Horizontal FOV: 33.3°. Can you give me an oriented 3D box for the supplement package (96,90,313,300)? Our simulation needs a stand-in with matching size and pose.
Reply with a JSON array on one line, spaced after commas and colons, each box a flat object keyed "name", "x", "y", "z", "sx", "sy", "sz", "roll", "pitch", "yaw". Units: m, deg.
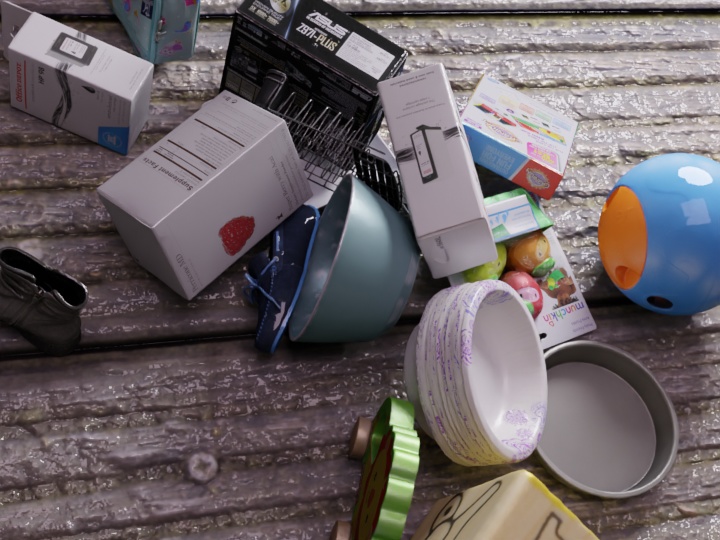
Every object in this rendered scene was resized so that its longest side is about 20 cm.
[{"name": "supplement package", "x": -0.175, "y": -0.088, "z": 1.379, "sx": 0.200, "sy": 0.122, "sz": 0.119, "roll": -42, "pitch": 48, "yaw": -20}]

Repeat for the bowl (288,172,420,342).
[{"name": "bowl", "x": 0.000, "y": 0.000, "z": 1.375, "sx": 0.104, "sy": 0.201, "sz": 0.202, "roll": 19, "pitch": 57, "yaw": -11}]

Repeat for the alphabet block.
[{"name": "alphabet block", "x": 0.133, "y": 0.347, "z": 1.185, "sx": 0.196, "sy": 0.195, "sz": 0.200, "roll": 45, "pitch": 59, "yaw": -6}]

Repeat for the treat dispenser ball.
[{"name": "treat dispenser ball", "x": 0.398, "y": -0.045, "z": 1.505, "sx": 0.199, "sy": 0.201, "sz": 0.202, "roll": 7, "pitch": 58, "yaw": -11}]

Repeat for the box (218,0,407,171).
[{"name": "box", "x": -0.061, "y": -0.242, "z": 1.479, "sx": 0.199, "sy": 0.164, "sz": 0.086, "roll": 31, "pitch": 57, "yaw": 5}]

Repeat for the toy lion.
[{"name": "toy lion", "x": 0.024, "y": 0.219, "z": 1.249, "sx": 0.068, "sy": 0.192, "sz": 0.201, "roll": 16, "pitch": 56, "yaw": -6}]

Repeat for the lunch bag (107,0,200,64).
[{"name": "lunch bag", "x": -0.272, "y": -0.367, "z": 1.540, "sx": 0.077, "sy": 0.161, "sz": 0.201, "roll": -13, "pitch": 58, "yaw": -27}]

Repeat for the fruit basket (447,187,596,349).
[{"name": "fruit basket", "x": 0.190, "y": 0.003, "z": 1.483, "sx": 0.184, "sy": 0.094, "sz": 0.201, "roll": -16, "pitch": 73, "yaw": -30}]

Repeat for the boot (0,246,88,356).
[{"name": "boot", "x": -0.383, "y": 0.009, "z": 1.298, "sx": 0.199, "sy": 0.131, "sz": 0.068, "roll": 25, "pitch": 56, "yaw": 0}]

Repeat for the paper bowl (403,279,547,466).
[{"name": "paper bowl", "x": 0.123, "y": 0.117, "z": 1.339, "sx": 0.200, "sy": 0.104, "sz": 0.202, "roll": 26, "pitch": 58, "yaw": -51}]

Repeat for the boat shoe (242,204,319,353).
[{"name": "boat shoe", "x": -0.103, "y": 0.007, "z": 1.409, "sx": 0.068, "sy": 0.084, "sz": 0.201, "roll": 19, "pitch": 50, "yaw": -9}]

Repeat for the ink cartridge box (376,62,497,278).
[{"name": "ink cartridge box", "x": 0.091, "y": -0.111, "z": 1.390, "sx": 0.084, "sy": 0.146, "sz": 0.202, "roll": -16, "pitch": 70, "yaw": 7}]

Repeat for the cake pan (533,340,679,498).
[{"name": "cake pan", "x": 0.281, "y": 0.181, "z": 1.435, "sx": 0.198, "sy": 0.037, "sz": 0.202, "roll": 7, "pitch": 59, "yaw": -11}]

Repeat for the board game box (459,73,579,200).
[{"name": "board game box", "x": 0.202, "y": -0.179, "z": 1.576, "sx": 0.152, "sy": 0.041, "sz": 0.200, "roll": 28, "pitch": 30, "yaw": 2}]

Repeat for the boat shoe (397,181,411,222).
[{"name": "boat shoe", "x": 0.057, "y": -0.058, "z": 1.497, "sx": 0.073, "sy": 0.068, "sz": 0.200, "roll": 25, "pitch": 57, "yaw": 1}]

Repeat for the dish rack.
[{"name": "dish rack", "x": -0.033, "y": -0.141, "z": 1.421, "sx": 0.199, "sy": 0.154, "sz": 0.055, "roll": 27, "pitch": 70, "yaw": 17}]

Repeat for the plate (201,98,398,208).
[{"name": "plate", "x": -0.077, "y": -0.162, "z": 1.544, "sx": 0.199, "sy": 0.032, "sz": 0.200, "roll": -24, "pitch": 70, "yaw": -27}]

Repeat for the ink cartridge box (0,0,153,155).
[{"name": "ink cartridge box", "x": -0.358, "y": -0.232, "z": 1.459, "sx": 0.199, "sy": 0.116, "sz": 0.067, "roll": 23, "pitch": 58, "yaw": 0}]
